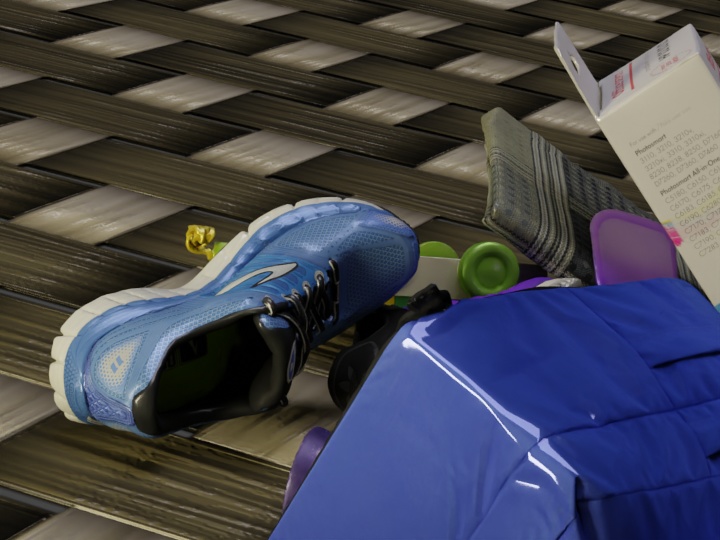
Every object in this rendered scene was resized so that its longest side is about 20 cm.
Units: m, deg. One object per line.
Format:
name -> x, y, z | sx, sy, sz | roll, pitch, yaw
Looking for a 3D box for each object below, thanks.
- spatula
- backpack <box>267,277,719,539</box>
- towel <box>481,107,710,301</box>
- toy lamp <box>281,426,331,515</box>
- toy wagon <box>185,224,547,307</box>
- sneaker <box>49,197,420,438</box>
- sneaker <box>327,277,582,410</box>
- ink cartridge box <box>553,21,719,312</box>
spatula -> 0.157, 0.040, 1.262 | 0.056, 0.021, 0.201 | 17, 35, -22
backpack -> 0.082, 0.103, 0.889 | 0.168, 0.163, 0.199 | 48, 32, 20
towel -> 0.145, -0.007, 1.399 | 0.192, 0.035, 0.200 | 34, 18, -9
toy lamp -> 0.068, 0.111, 1.024 | 0.198, 0.059, 0.058 | 14, 16, 14
toy wagon -> 0.000, 0.000, 1.357 | 0.198, 0.040, 0.155 | 3, 0, -10
sneaker -> -0.045, 0.031, 1.159 | 0.199, 0.079, 0.089 | -29, 34, -30
sneaker -> 0.046, 0.040, 1.244 | 0.099, 0.070, 0.200 | 6, 10, 25
ink cartridge box -> 0.185, -0.061, 1.322 | 0.068, 0.201, 0.115 | -32, 9, 11
